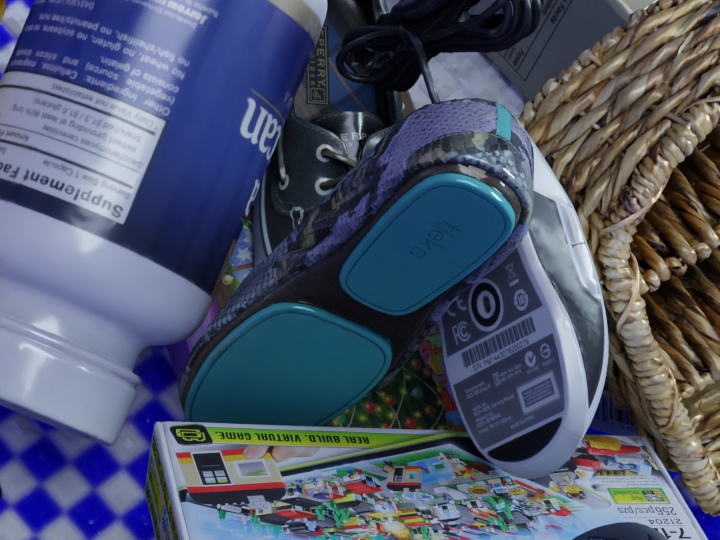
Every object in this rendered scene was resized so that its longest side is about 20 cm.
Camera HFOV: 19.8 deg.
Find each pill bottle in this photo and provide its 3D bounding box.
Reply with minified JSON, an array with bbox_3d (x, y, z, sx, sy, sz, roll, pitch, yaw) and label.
[{"bbox_3d":[-0.097,-0.038,0.816,0.111,0.111,0.201,22,82,-3],"label":"pill bottle"}]

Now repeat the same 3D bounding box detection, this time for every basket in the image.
[{"bbox_3d":[0.174,-0.030,0.831,0.199,0.143,0.149,-29,54,-13],"label":"basket"}]

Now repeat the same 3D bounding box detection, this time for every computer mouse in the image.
[{"bbox_3d":[0.053,-0.019,0.793,0.044,0.110,0.201,-4,74,-39],"label":"computer mouse"}]

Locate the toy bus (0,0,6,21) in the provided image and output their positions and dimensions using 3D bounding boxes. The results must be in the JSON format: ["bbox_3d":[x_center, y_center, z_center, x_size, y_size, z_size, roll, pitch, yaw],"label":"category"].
[{"bbox_3d":[-0.223,-0.052,0.785,0.135,0.192,0.200,32,62,1],"label":"toy bus"}]

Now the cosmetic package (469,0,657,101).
[{"bbox_3d":[0.067,-0.176,0.970,0.071,0.105,0.200,-35,78,-28],"label":"cosmetic package"}]

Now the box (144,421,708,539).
[{"bbox_3d":[0.027,0.100,0.758,0.199,0.035,0.110,3,27,-16],"label":"box"}]

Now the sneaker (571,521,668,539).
[{"bbox_3d":[0.106,0.184,0.660,0.087,0.074,0.201,23,63,-52],"label":"sneaker"}]

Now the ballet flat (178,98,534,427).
[{"bbox_3d":[0.000,0.000,0.782,0.072,0.200,0.072,22,48,-26],"label":"ballet flat"}]

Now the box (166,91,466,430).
[{"bbox_3d":[-0.015,0.020,0.888,0.136,0.039,0.201,-13,68,-19],"label":"box"}]

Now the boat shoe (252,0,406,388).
[{"bbox_3d":[-0.011,-0.049,0.868,0.068,0.057,0.201,0,64,-15],"label":"boat shoe"}]

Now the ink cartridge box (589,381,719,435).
[{"bbox_3d":[0.202,-0.001,0.919,0.161,0.050,0.201,15,63,17],"label":"ink cartridge box"}]

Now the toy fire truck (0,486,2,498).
[{"bbox_3d":[-0.133,0.151,0.724,0.128,0.176,0.200,-32,88,-26],"label":"toy fire truck"}]
